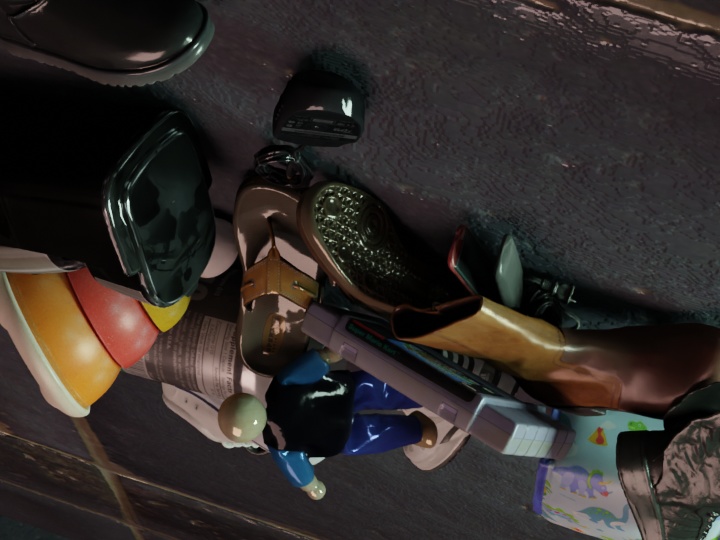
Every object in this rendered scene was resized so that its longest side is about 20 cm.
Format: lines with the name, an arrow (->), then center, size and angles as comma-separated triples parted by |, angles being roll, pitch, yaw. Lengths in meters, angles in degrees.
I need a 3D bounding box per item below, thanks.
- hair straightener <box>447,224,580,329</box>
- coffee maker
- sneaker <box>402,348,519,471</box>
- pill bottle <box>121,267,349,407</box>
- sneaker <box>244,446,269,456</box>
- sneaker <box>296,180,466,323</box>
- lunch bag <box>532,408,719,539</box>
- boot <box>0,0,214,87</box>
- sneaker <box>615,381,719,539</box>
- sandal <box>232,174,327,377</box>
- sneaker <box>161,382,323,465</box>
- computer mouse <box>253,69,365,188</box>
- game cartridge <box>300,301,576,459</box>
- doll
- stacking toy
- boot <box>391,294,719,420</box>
hair straightener -> 0.125, 0.026, 1.171 | 0.076, 0.041, 0.200 | 11, 157, 23
coffee maker -> -0.225, -0.066, 1.125 | 0.198, 0.136, 0.192 | 7, 155, 29
sneaker -> 0.058, 0.112, 1.423 | 0.115, 0.076, 0.201 | 31, 150, -6
pill bottle -> -0.114, 0.055, 1.353 | 0.198, 0.114, 0.113 | 14, 158, 14
sneaker -> -0.098, 0.126, 1.505 | 0.075, 0.116, 0.200 | 24, 158, -15
sneaker -> 0.000, 0.000, 1.176 | 0.075, 0.071, 0.200 | 0, 151, 40
lunch bag -> 0.238, 0.180, 1.331 | 0.169, 0.128, 0.201 | 15, 149, 12
boot -> -0.193, -0.194, 0.894 | 0.163, 0.066, 0.200 | 7, 151, 25
sneaker -> 0.256, 0.167, 1.158 | 0.103, 0.060, 0.201 | -11, 128, 21
sandal -> -0.068, 0.015, 1.208 | 0.081, 0.055, 0.201 | 11, 128, -2
sneaker -> -0.104, 0.129, 1.410 | 0.199, 0.073, 0.071 | 31, 135, 32
computer mouse -> -0.037, -0.095, 1.044 | 0.058, 0.034, 0.200 | 6, 167, -12
game cartridge -> 0.060, 0.083, 1.195 | 0.199, 0.039, 0.129 | 30, -178, 29
doll -> -0.025, 0.123, 1.276 | 0.199, 0.138, 0.048 | 2, -163, -32
stacking toy -> -0.189, 0.014, 1.268 | 0.147, 0.199, 0.146 | 60, 176, 7
boot -> 0.151, 0.047, 1.127 | 0.199, 0.069, 0.187 | 26, 161, -37
